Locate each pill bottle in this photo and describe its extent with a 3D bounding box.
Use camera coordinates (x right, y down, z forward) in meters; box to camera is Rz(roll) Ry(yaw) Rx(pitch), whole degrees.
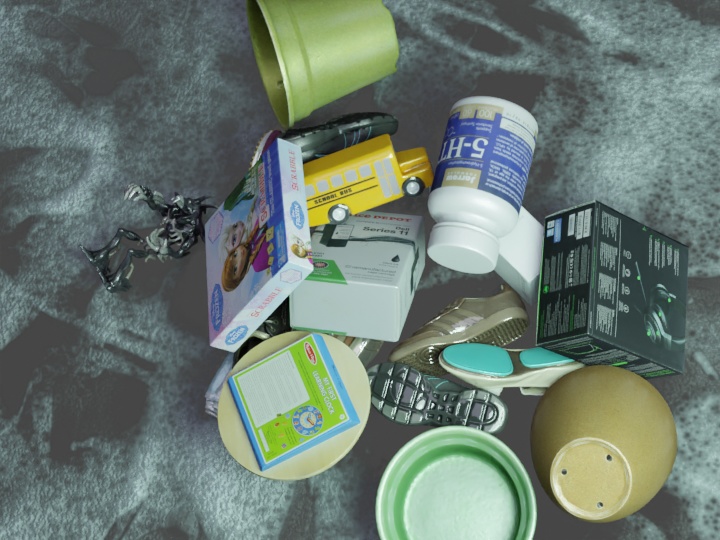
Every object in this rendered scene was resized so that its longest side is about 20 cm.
[{"bbox_3d":[0.150,-0.107,1.566,0.118,0.120,0.203,11,71,12],"label":"pill bottle"}]

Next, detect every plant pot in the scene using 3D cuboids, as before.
[{"bbox_3d":[-0.049,-0.322,1.757,0.181,0.201,0.203,-17,68,-11],"label":"plant pot"},{"bbox_3d":[0.283,0.222,1.460,0.183,0.200,0.190,1,95,14],"label":"plant pot"}]

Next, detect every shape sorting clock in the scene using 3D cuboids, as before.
[{"bbox_3d":[-0.083,0.167,1.530,0.197,0.039,0.203,-9,58,14],"label":"shape sorting clock"}]

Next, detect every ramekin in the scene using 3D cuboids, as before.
[{"bbox_3d":[0.122,0.302,1.535,0.196,0.098,0.204,-2,75,8],"label":"ramekin"}]

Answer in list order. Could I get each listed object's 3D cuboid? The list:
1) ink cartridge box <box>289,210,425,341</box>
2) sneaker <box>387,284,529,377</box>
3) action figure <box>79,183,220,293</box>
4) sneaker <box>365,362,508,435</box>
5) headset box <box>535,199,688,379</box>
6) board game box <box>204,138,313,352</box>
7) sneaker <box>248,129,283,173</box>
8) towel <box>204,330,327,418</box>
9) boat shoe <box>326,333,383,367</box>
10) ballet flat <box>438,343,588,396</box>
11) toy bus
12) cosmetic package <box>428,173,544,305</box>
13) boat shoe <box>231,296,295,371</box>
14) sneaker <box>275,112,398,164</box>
[{"bbox_3d":[0.000,0.000,1.618,0.144,0.084,0.201,5,30,10],"label":"ink cartridge box"},{"bbox_3d":[0.127,0.082,1.648,0.197,0.071,0.076,-19,44,3],"label":"sneaker"},{"bbox_3d":[-0.292,-0.056,1.733,0.199,0.102,0.119,-36,58,-4],"label":"action figure"},{"bbox_3d":[0.097,0.175,1.603,0.197,0.079,0.077,17,85,14],"label":"sneaker"},{"bbox_3d":[0.328,0.032,1.562,0.092,0.198,0.177,-18,60,51],"label":"headset box"},{"bbox_3d":[-0.136,-0.032,1.589,0.041,0.200,0.202,17,46,-30],"label":"board game box"},{"bbox_3d":[-0.117,-0.098,1.739,0.089,0.075,0.203,11,80,10],"label":"sneaker"},{"bbox_3d":[-0.098,0.139,1.663,0.169,0.048,0.202,27,76,13],"label":"towel"},{"bbox_3d":[-0.049,0.135,1.600,0.071,0.076,0.201,32,70,20],"label":"boat shoe"},{"bbox_3d":[0.199,0.135,1.602,0.196,0.070,0.071,0,70,-2],"label":"ballet flat"},{"bbox_3d":[-0.003,-0.122,1.645,0.197,0.079,0.065,-20,27,5],"label":"toy bus"},{"bbox_3d":[0.185,-0.056,1.660,0.074,0.102,0.200,-40,68,-6],"label":"cosmetic package"},{"bbox_3d":[-0.128,0.092,1.622,0.072,0.065,0.203,2,71,9],"label":"boat shoe"},{"bbox_3d":[-0.032,-0.172,1.731,0.198,0.075,0.081,-19,109,-28],"label":"sneaker"}]
